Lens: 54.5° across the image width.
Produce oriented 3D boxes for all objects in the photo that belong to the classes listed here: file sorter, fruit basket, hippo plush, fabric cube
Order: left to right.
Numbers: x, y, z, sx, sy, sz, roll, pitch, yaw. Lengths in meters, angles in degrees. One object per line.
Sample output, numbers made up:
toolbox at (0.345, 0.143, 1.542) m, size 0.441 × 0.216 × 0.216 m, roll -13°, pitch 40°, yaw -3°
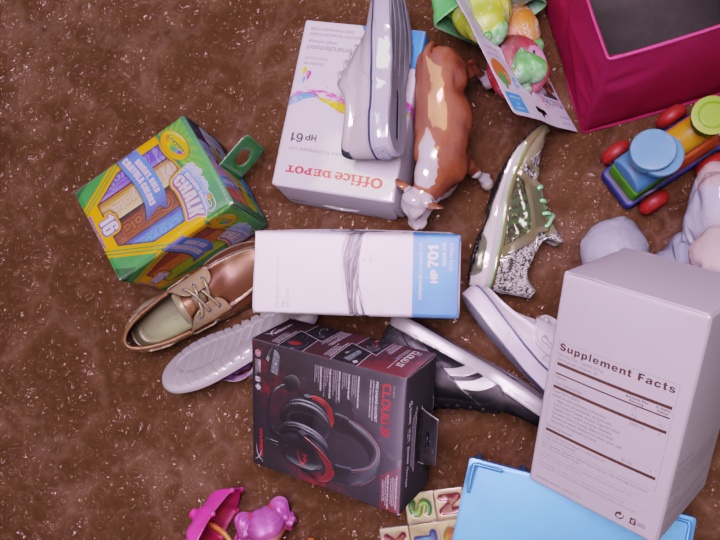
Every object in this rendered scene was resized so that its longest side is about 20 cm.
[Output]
fruit basket at (0.161, -0.244, 0.739) m, size 0.094 × 0.185 × 0.200 m, roll -37°, pitch 72°, yaw 31°
file sorter at (0.191, 0.270, 0.678) m, size 0.199 × 0.123 × 0.139 m, roll 12°, pitch 84°, yaw 12°
fabric cube at (0.301, -0.285, 0.704) m, size 0.196 × 0.199 × 0.201 m, roll -16°, pitch 79°, yaw 10°
hippo plush at (0.312, -0.015, 0.707) m, size 0.160 × 0.200 × 0.160 m, roll -5°, pitch 51°, yaw 34°

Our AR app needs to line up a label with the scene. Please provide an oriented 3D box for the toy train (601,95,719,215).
toy train at (0.351, -0.147, 0.716) m, size 0.200 × 0.116 × 0.085 m, roll -33°, pitch 77°, yaw 5°

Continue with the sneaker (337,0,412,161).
sneaker at (0.010, -0.211, 0.733) m, size 0.071 × 0.073 × 0.201 m, roll -2°, pitch 74°, yaw 25°

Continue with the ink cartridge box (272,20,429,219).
ink cartridge box at (-0.006, -0.171, 0.808) m, size 0.144 × 0.085 × 0.201 m, roll 9°, pitch 85°, yaw 12°

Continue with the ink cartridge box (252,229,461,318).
ink cartridge box at (0.000, 0.000, 0.731) m, size 0.199 × 0.146 × 0.086 m, roll 3°, pitch 94°, yaw 3°

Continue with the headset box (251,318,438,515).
headset box at (-0.011, 0.146, 0.719) m, size 0.200 × 0.075 × 0.149 m, roll 11°, pitch 109°, yaw 27°

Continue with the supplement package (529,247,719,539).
supplement package at (0.239, 0.097, 0.602) m, size 0.120 × 0.121 × 0.201 m, roll 21°, pitch 114°, yaw 40°

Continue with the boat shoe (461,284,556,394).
boat shoe at (0.191, 0.081, 0.736) m, size 0.065 × 0.074 × 0.200 m, roll -44°, pitch 94°, yaw -2°

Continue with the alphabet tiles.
alphabet tiles at (0.124, 0.317, 0.750) m, size 0.199 × 0.006 × 0.167 m, roll -10°, pitch 80°, yaw 10°

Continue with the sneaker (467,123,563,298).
sneaker at (0.183, -0.058, 0.768) m, size 0.088 × 0.077 × 0.201 m, roll 18°, pitch 93°, yaw 4°

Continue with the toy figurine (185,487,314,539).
toy figurine at (-0.106, 0.318, 0.748) m, size 0.200 × 0.150 × 0.184 m, roll -18°, pitch 68°, yaw -14°

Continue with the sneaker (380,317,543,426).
sneaker at (0.098, 0.139, 0.755) m, size 0.200 × 0.073 × 0.112 m, roll 30°, pitch 93°, yaw 21°

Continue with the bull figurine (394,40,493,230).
bull figurine at (0.093, -0.142, 0.759) m, size 0.065 × 0.121 × 0.201 m, roll 6°, pitch 93°, yaw 37°

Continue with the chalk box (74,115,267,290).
chalk box at (-0.196, -0.083, 0.814) m, size 0.200 × 0.125 × 0.124 m, roll -32°, pitch 77°, yaw 7°

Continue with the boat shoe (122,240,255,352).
boat shoe at (-0.189, 0.039, 0.812) m, size 0.200 × 0.074 × 0.076 m, roll -34°, pitch 96°, yaw 8°

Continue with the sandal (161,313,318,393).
sandal at (-0.135, 0.098, 0.810) m, size 0.202 × 0.083 × 0.050 m, roll -26°, pitch 121°, yaw 5°
